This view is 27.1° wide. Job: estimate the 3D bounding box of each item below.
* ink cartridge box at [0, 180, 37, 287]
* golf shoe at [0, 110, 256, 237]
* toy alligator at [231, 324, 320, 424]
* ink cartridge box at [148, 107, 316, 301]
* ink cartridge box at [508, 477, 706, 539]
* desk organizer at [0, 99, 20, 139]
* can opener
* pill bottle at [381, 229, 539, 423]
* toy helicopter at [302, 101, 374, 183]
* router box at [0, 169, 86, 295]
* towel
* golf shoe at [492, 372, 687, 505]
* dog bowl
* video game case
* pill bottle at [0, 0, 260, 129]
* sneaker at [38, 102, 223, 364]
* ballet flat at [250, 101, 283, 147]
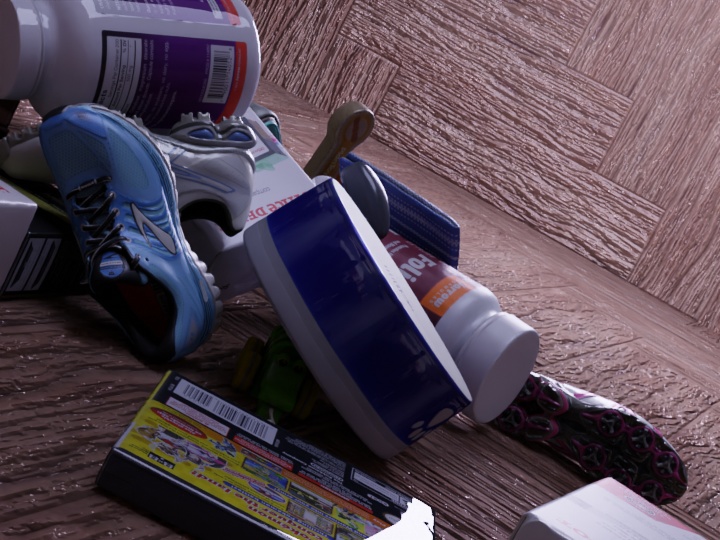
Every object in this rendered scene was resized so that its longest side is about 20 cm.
[{"bbox_3d":[-0.314,-0.042,0.893,0.145,0.085,0.200,32,11,19],"label":"ink cartridge box"},{"bbox_3d":[-0.173,-0.066,1.125,0.199,0.098,0.078,-1,-11,-17],"label":"golf shoe"},{"bbox_3d":[-0.056,0.075,1.077,0.059,0.054,0.200,26,10,-7],"label":"toy alligator"},{"bbox_3d":[-0.141,-0.079,1.256,0.145,0.084,0.200,-23,67,-46],"label":"ink cartridge box"},{"bbox_3d":[0.168,0.208,0.918,0.144,0.084,0.200,32,10,21],"label":"ink cartridge box"},{"bbox_3d":[-0.317,-0.148,1.243,0.072,0.077,0.200,27,-12,-15],"label":"desk organizer"},{"bbox_3d":[0.000,0.000,1.278,0.053,0.067,0.201,19,51,-49],"label":"can opener"},{"bbox_3d":[0.053,0.045,1.343,0.200,0.114,0.114,32,11,27],"label":"pill bottle"},{"bbox_3d":[-0.042,-0.078,1.465,0.132,0.200,0.079,9,33,-47],"label":"toy helicopter"},{"bbox_3d":[-0.290,-0.053,1.103,0.200,0.052,0.157,30,10,16],"label":"router box"},{"bbox_3d":[0.031,-0.007,1.439,0.145,0.200,0.024,35,55,25],"label":"towel"},{"bbox_3d":[0.214,0.147,1.379,0.200,0.073,0.092,30,9,14],"label":"golf shoe"},{"bbox_3d":[-0.001,0.034,1.105,0.200,0.079,0.200,57,5,-8],"label":"dog bowl"},{"bbox_3d":[-0.047,0.135,0.888,0.199,0.026,0.181,28,10,-2],"label":"video game case"},{"bbox_3d":[-0.185,-0.167,1.159,0.199,0.113,0.112,-1,26,-35],"label":"pill bottle"},{"bbox_3d":[-0.163,-0.024,1.043,0.200,0.078,0.090,61,20,-12],"label":"sneaker"},{"bbox_3d":[-0.105,-0.097,1.517,0.064,0.067,0.200,36,-29,30],"label":"ballet flat"}]
